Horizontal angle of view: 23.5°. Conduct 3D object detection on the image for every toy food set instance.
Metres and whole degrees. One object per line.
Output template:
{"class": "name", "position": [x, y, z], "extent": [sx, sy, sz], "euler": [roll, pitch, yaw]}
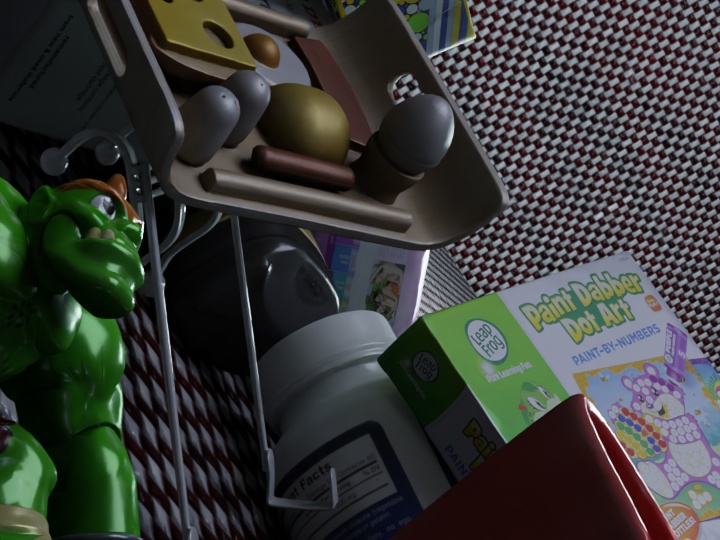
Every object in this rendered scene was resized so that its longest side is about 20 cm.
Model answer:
{"class": "toy food set", "position": [-0.032, -0.090, 0.754], "extent": [0.200, 0.060, 0.144], "euler": [11, 43, -46]}

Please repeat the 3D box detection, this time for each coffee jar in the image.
{"class": "coffee jar", "position": [-0.083, -0.039, 0.967], "extent": [0.104, 0.085, 0.200], "euler": [53, 10, -53]}

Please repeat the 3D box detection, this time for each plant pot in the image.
{"class": "plant pot", "position": [0.063, 0.175, 0.705], "extent": [0.200, 0.177, 0.200], "euler": [58, 7, -12]}

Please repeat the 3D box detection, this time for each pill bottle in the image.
{"class": "pill bottle", "position": [0.019, 0.125, 0.892], "extent": [0.200, 0.111, 0.111], "euler": [63, 7, 24]}

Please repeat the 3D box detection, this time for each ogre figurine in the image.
{"class": "ogre figurine", "position": [-0.110, 0.026, 0.469], "extent": [0.200, 0.098, 0.120], "euler": [35, 39, -38]}

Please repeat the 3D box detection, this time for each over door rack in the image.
{"class": "over door rack", "position": [-0.079, 0.034, 0.757], "extent": [0.148, 0.067, 0.200], "euler": [-38, 111, -77]}

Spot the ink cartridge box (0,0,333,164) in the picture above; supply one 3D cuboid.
{"class": "ink cartridge box", "position": [-0.106, -0.127, 0.863], "extent": [0.200, 0.083, 0.147], "euler": [15, 37, -44]}

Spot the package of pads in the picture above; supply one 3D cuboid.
{"class": "package of pads", "position": [0.000, 0.000, 1.035], "extent": [0.121, 0.076, 0.200], "euler": [-82, -178, -81]}

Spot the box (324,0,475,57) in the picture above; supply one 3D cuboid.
{"class": "box", "position": [0.001, -0.187, 0.869], "extent": [0.200, 0.070, 0.064], "euler": [68, -3, -56]}

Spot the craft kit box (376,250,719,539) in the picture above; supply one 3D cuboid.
{"class": "craft kit box", "position": [0.132, 0.094, 0.899], "extent": [0.200, 0.049, 0.198], "euler": [-16, 64, -49]}

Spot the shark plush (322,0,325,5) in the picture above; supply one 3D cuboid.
{"class": "shark plush", "position": [-0.076, -0.138, 1.118], "extent": [0.200, 0.091, 0.083], "euler": [14, -61, 53]}
